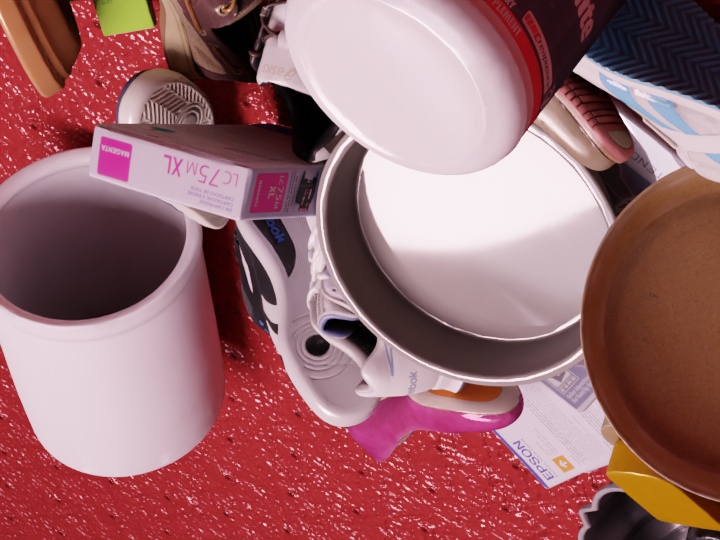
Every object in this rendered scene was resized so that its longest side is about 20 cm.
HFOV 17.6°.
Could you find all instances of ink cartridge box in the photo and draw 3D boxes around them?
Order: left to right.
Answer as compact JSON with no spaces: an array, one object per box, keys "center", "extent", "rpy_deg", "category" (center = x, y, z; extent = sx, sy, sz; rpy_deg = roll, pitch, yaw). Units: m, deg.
[{"center":[-0.066,-0.065,1.487],"extent":[0.119,0.200,0.042],"rpy_deg":[17,104,29],"category":"ink cartridge box"},{"center":[0.124,0.047,1.563],"extent":[0.200,0.041,0.200],"rpy_deg":[47,148,-9],"category":"ink cartridge box"}]

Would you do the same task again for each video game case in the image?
[{"center":[0.121,-0.028,1.433],"extent":[0.182,0.023,0.200],"rpy_deg":[38,129,0],"category":"video game case"}]

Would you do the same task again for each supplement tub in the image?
[{"center":[0.066,-0.159,1.212],"extent":[0.140,0.200,0.140],"rpy_deg":[25,146,19],"category":"supplement tub"}]

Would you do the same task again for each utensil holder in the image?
[{"center":[-0.189,0.035,1.743],"extent":[0.170,0.170,0.200],"rpy_deg":[23,147,23],"category":"utensil holder"}]

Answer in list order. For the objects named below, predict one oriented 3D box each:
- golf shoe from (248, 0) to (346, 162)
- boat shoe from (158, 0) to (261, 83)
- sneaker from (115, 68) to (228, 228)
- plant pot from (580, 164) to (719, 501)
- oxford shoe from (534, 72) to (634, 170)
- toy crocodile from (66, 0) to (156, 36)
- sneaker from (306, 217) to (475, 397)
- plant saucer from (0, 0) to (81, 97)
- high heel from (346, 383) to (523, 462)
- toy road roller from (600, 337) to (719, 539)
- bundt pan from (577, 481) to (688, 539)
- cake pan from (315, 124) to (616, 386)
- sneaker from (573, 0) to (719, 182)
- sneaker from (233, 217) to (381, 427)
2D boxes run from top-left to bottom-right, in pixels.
[{"center":[-0.026,-0.156,1.399],"extent":[0.078,0.094,0.200],"rpy_deg":[10,130,39],"category":"golf shoe"},{"center":[-0.091,-0.186,1.464],"extent":[0.072,0.072,0.200],"rpy_deg":[18,147,17],"category":"boat shoe"},{"center":[-0.142,-0.090,1.582],"extent":[0.084,0.075,0.200],"rpy_deg":[31,168,21],"category":"sneaker"},{"center":[0.221,0.034,1.324],"extent":[0.200,0.200,0.027],"rpy_deg":[37,171,1],"category":"plant pot"},{"center":[0.073,-0.117,1.341],"extent":[0.200,0.070,0.075],"rpy_deg":[46,108,19],"category":"oxford shoe"},{"center":[-0.172,-0.229,1.494],"extent":[0.067,0.062,0.200],"rpy_deg":[-12,138,7],"category":"toy crocodile"},{"center":[0.000,0.000,1.536],"extent":[0.200,0.087,0.075],"rpy_deg":[59,148,32],"category":"sneaker"},{"center":[-0.225,-0.210,1.499],"extent":[0.200,0.037,0.200],"rpy_deg":[157,90,-90],"category":"plant saucer"},{"center":[0.052,0.106,1.598],"extent":[0.200,0.067,0.096],"rpy_deg":[7,125,49],"category":"high heel"},{"center":[0.251,0.100,1.391],"extent":[0.146,0.123,0.200],"rpy_deg":[4,157,39],"category":"toy road roller"},{"center":[0.252,0.189,1.582],"extent":[0.202,0.076,0.202],"rpy_deg":[26,147,19],"category":"bundt pan"},{"center":[0.071,-0.023,1.423],"extent":[0.200,0.037,0.200],"rpy_deg":[13,124,19],"category":"cake pan"},{"center":[0.184,-0.096,1.295],"extent":[0.200,0.077,0.081],"rpy_deg":[31,151,16],"category":"sneaker"},{"center":[-0.033,0.038,1.625],"extent":[0.112,0.073,0.200],"rpy_deg":[93,158,-59],"category":"sneaker"}]
